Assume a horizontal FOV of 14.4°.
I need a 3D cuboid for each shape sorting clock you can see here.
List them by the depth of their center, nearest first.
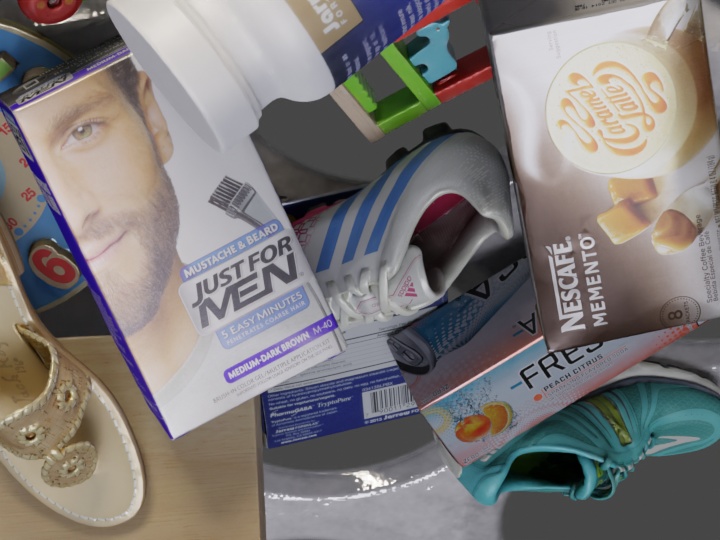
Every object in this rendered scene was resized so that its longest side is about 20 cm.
[{"bbox_3d":[-0.221,-0.052,1.551,0.200,0.039,0.200,2,121,3],"label":"shape sorting clock"}]

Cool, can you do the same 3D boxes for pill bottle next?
[{"bbox_3d":[-0.021,-0.156,1.408,0.200,0.116,0.116,-40,133,-7],"label":"pill bottle"}]

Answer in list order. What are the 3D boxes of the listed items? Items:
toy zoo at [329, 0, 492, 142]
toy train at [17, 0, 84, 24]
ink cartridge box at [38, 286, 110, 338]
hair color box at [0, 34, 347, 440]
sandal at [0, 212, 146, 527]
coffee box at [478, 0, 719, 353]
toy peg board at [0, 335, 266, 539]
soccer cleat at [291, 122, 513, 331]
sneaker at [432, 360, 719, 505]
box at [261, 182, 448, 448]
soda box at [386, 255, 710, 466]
[{"bbox_3d":[0.056,-0.158,1.532,0.200,0.020,0.131,-27,132,16],"label":"toy zoo"},{"bbox_3d":[-0.130,-0.222,1.401,0.115,0.085,0.200,-15,135,-10],"label":"toy train"},{"bbox_3d":[-0.167,0.021,1.650,0.162,0.050,0.200,11,134,-20],"label":"ink cartridge box"},{"bbox_3d":[-0.099,-0.025,1.510,0.109,0.065,0.200,-28,106,-8],"label":"hair color box"},{"bbox_3d":[-0.189,0.060,1.525,0.078,0.070,0.212,-22,104,16],"label":"sandal"},{"bbox_3d":[0.134,-0.067,1.534,0.114,0.080,0.200,-11,121,1],"label":"coffee box"},{"bbox_3d":[-0.146,0.137,1.631,0.200,0.200,0.098,-3,178,9],"label":"toy peg board"},{"bbox_3d":[0.000,0.000,1.578,0.200,0.086,0.070,-38,133,18],"label":"soccer cleat"},{"bbox_3d":[0.141,0.110,1.758,0.200,0.080,0.078,-6,137,-24],"label":"sneaker"},{"bbox_3d":[-0.009,0.017,1.676,0.121,0.032,0.200,-12,137,-8],"label":"box"},{"bbox_3d":[0.121,0.028,1.669,0.200,0.068,0.064,-31,132,4],"label":"soda box"}]
